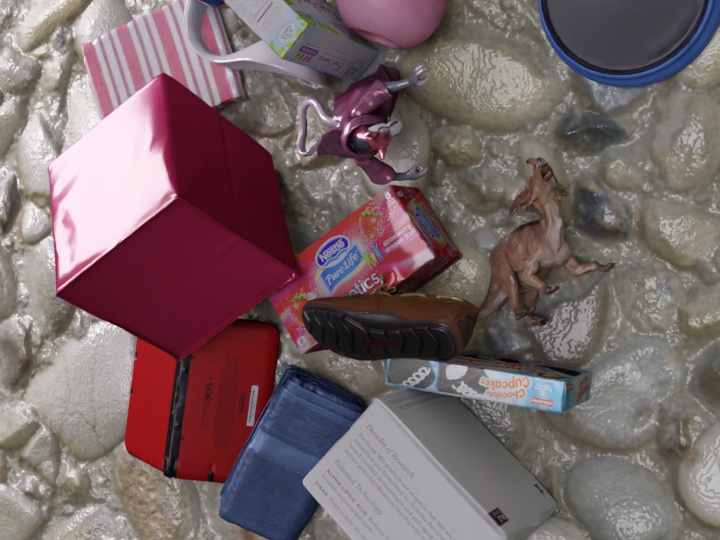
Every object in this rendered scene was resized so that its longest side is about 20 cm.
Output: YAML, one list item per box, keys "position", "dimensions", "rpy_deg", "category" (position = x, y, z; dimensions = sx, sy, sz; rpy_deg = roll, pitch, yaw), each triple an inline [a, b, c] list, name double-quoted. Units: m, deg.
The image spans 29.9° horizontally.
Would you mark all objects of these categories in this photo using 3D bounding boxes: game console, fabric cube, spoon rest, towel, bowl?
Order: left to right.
- position: [-0.244, -0.245, 1.662]
  dimensions: [0.199, 0.030, 0.147]
  rpy_deg: [-20, 84, 20]
  category: "towel"
- position: [-0.213, -0.056, 1.518]
  dimensions: [0.196, 0.200, 0.200]
  rpy_deg: [-35, 46, 21]
  category: "fabric cube"
- position: [-0.196, 0.147, 1.654]
  dimensions: [0.171, 0.119, 0.201]
  rpy_deg: [7, 95, -8]
  category: "game console"
- position: [-0.127, -0.253, 1.572]
  dimensions: [0.199, 0.099, 0.061]
  rpy_deg: [29, 100, 24]
  category: "spoon rest"
- position: [-0.081, 0.219, 1.579]
  dimensions: [0.111, 0.049, 0.201]
  rpy_deg: [27, 102, -5]
  category: "towel"
- position: [0.283, -0.296, 1.424]
  dimensions: [0.200, 0.039, 0.202]
  rpy_deg: [1, 92, 23]
  category: "bowl"

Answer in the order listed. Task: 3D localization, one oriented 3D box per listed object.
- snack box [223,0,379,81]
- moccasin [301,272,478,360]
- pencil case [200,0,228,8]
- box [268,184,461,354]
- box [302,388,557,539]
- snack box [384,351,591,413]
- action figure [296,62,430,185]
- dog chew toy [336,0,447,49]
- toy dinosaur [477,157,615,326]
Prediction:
- position: [-0.076, -0.283, 1.492]
  dimensions: [0.142, 0.200, 0.053]
  rpy_deg: [47, 107, 15]
  category: "snack box"
- position: [0.028, 0.049, 1.429]
  dimensions: [0.201, 0.078, 0.074]
  rpy_deg: [-5, 120, 33]
  category: "moccasin"
- position: [-0.179, -0.355, 1.533]
  dimensions: [0.087, 0.200, 0.078]
  rpy_deg: [-34, 84, 6]
  category: "pencil case"
- position: [0.000, 0.000, 1.523]
  dimensions: [0.200, 0.095, 0.100]
  rpy_deg: [-36, 77, 20]
  category: "box"
- position: [0.079, 0.238, 1.438]
  dimensions: [0.200, 0.199, 0.131]
  rpy_deg: [46, 107, 16]
  category: "box"
- position: [0.139, 0.116, 1.455]
  dimensions: [0.199, 0.116, 0.037]
  rpy_deg: [8, 94, 23]
  category: "snack box"
- position: [0.001, -0.165, 1.461]
  dimensions: [0.148, 0.200, 0.135]
  rpy_deg: [1, 108, 0]
  category: "action figure"
- position: [0.051, -0.350, 1.484]
  dimensions: [0.124, 0.124, 0.201]
  rpy_deg: [20, 91, 22]
  category: "dog chew toy"
- position: [0.179, -0.023, 1.458]
  dimensions: [0.200, 0.086, 0.136]
  rpy_deg: [-45, 63, 35]
  category: "toy dinosaur"
